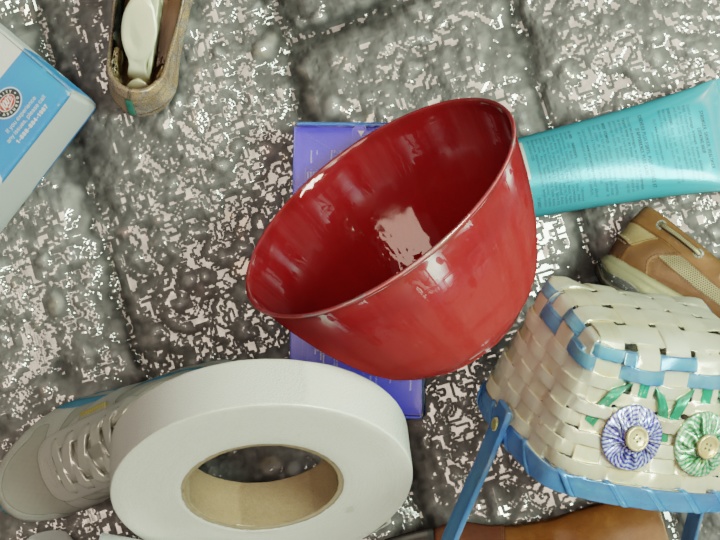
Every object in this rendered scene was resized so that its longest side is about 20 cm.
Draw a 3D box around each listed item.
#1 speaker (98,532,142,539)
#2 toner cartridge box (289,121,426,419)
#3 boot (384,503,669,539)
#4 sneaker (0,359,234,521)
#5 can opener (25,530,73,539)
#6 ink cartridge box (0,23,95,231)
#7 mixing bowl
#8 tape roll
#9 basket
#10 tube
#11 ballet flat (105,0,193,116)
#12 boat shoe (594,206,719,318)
[{"bbox_3d":[-0.085,0.230,1.165,0.198,0.081,0.082,11,90,-3],"label":"speaker"},{"bbox_3d":[0.000,0.000,1.220,0.094,0.043,0.202,1,89,4],"label":"toner cartridge box"},{"bbox_3d":[0.126,0.256,1.205,0.198,0.069,0.190,-8,81,-2],"label":"boot"},{"bbox_3d":[-0.168,0.115,1.216,0.199,0.081,0.077,-26,88,6],"label":"sneaker"},{"bbox_3d":[-0.173,0.259,1.214,0.200,0.052,0.067,43,133,23],"label":"can opener"},{"bbox_3d":[-0.309,-0.126,1.233,0.200,0.086,0.147,40,92,7],"label":"ink cartridge box"},{"bbox_3d":[0.037,-0.004,1.119,0.199,0.200,0.109,-35,117,4],"label":"mixing bowl"},{"bbox_3d":[-0.064,0.128,1.150,0.201,0.203,0.037,-11,53,5],"label":"tape roll"},{"bbox_3d":[0.152,0.114,1.113,0.175,0.139,0.202,5,118,-22],"label":"basket"},{"bbox_3d":[0.159,-0.074,1.208,0.198,0.050,0.078,-12,92,0],"label":"tube"},{"bbox_3d":[-0.142,-0.209,1.227,0.067,0.067,0.202,4,89,5],"label":"ballet flat"},{"bbox_3d":[0.257,0.024,1.180,0.199,0.076,0.074,30,88,5],"label":"boat shoe"}]
